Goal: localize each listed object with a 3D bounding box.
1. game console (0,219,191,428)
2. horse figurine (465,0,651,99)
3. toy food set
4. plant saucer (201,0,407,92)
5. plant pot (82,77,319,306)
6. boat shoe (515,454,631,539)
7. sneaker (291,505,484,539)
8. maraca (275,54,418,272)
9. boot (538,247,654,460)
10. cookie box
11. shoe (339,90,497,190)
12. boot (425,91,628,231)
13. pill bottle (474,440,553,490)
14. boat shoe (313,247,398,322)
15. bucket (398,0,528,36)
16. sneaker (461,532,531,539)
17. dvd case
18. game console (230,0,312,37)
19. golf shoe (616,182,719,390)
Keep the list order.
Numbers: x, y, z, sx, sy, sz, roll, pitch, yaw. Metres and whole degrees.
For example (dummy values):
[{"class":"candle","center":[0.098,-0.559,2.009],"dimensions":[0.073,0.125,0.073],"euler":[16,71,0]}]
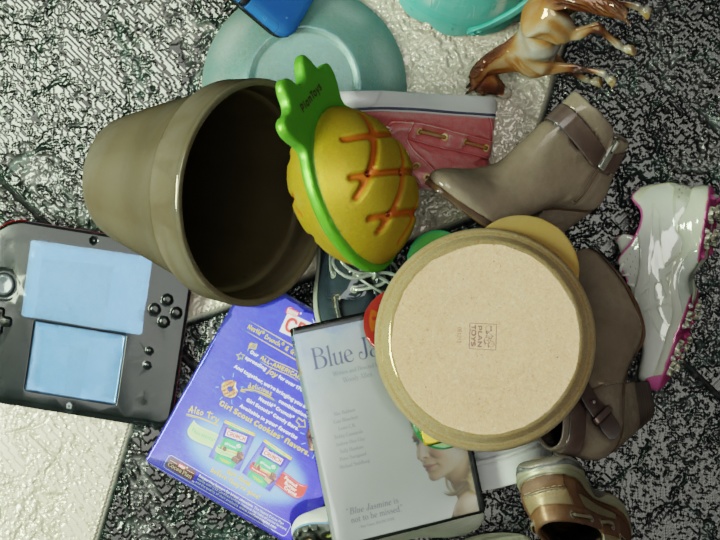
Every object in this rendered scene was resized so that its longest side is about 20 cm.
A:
[{"class":"game console","center":[-0.266,0.050,1.523],"dimensions":[0.199,0.031,0.178],"euler":[9,89,0]},{"class":"horse figurine","center":[0.185,-0.212,1.466],"dimensions":[0.132,0.200,0.050],"euler":[13,68,-7]},{"class":"toy food set","center":[0.105,0.057,1.383],"dimensions":[0.197,0.049,0.201],"euler":[-13,84,2]},{"class":"plant saucer","center":[-0.054,-0.177,1.523],"dimensions":[0.200,0.039,0.202],"euler":[0,89,-1]},{"class":"plant pot","center":[-0.154,-0.077,1.441],"dimensions":[0.173,0.200,0.201],"euler":[9,89,38]},{"class":"boat shoe","center":[0.198,0.238,1.458],"dimensions":[0.075,0.200,0.072],"euler":[-21,53,23]},{"class":"sneaker","center":[0.022,0.224,1.485],"dimensions":[0.199,0.072,0.073],"euler":[-5,58,-28]},{"class":"maraca","center":[-0.016,-0.091,1.390],"dimensions":[0.106,0.137,0.201],"euler":[-16,116,28]},{"class":"boot","center":[0.197,0.075,1.462],"dimensions":[0.146,0.070,0.201],"euler":[-4,67,-42]},{"class":"cookie box","center":[-0.078,0.131,1.502],"dimensions":[0.171,0.075,0.201],"euler":[30,90,-1]},{"class":"shoe","center":[0.037,-0.120,1.486],"dimensions":[0.199,0.071,0.092],"euler":[0,94,-25]},{"class":"boot","center":[0.160,-0.100,1.461],"dimensions":[0.146,0.200,0.070],"euler":[-53,52,10]},{"class":"pill bottle","center":[0.114,0.098,1.487],"dimensions":[0.110,0.111,0.201],"euler":[-18,90,-1]},{"class":"boat shoe","center":[0.000,0.000,1.471],"dimensions":[0.074,0.062,0.201],"euler":[11,58,-21]},{"class":"bucket","center":[0.107,-0.329,1.478],"dimensions":[0.206,0.135,0.209],"euler":[0,90,-1]},{"class":"sneaker","center":[0.078,0.312,1.507],"dimensions":[0.199,0.075,0.085],"euler":[-21,88,9]},{"class":"dvd case","center":[0.025,0.134,1.418],"dimensions":[0.142,0.018,0.201],"euler":[-12,92,-10]},{"class":"game console","center":[-0.110,-0.344,1.514],"dimensions":[0.170,0.118,0.201],"euler":[37,74,-31]},{"class":"golf shoe","center":[0.284,0.012,1.520],"dimensions":[0.091,0.075,0.201],"euler":[13,90,19]}]
